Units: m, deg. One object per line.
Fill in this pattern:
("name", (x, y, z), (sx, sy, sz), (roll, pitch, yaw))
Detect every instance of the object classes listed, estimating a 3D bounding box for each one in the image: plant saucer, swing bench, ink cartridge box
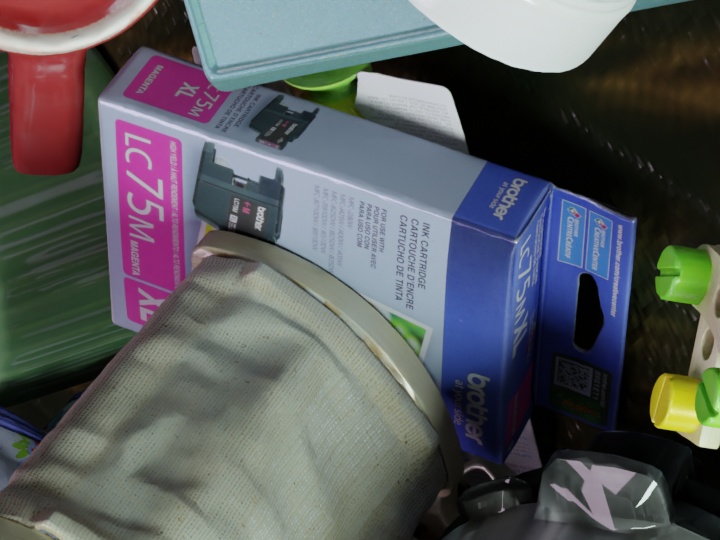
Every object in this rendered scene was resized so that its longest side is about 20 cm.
("plant saucer", (0.023, -0.107, 0.921), (0.200, 0.019, 0.070), (-9, 104, 28))
("swing bench", (-0.058, 0.127, 0.964), (0.130, 0.199, 0.200), (25, 128, 10))
("ink cartridge box", (0.000, 0.000, 1.012), (0.200, 0.042, 0.120), (18, 137, 16))

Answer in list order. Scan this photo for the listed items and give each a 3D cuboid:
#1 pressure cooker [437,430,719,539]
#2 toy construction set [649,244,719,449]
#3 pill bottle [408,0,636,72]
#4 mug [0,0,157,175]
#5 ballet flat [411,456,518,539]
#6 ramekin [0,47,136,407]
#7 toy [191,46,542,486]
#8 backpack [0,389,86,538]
("pressure cooker", (0.081, 0.162, 0.937), (0.179, 0.200, 0.176), (40, 134, -6))
("toy construction set", (0.140, -0.027, 0.821), (0.131, 0.092, 0.200), (-116, 23, -67))
("pill bottle", (0.084, -0.151, 0.730), (0.111, 0.111, 0.200), (54, 126, 23))
("mug", (-0.115, -0.132, 1.063), (0.178, 0.133, 0.200), (59, 178, -15))
("ballet flat", (0.025, 0.089, 1.068), (0.200, 0.069, 0.071), (34, 127, 7))
("ramekin", (-0.181, -0.027, 1.342), (0.200, 0.098, 0.200), (39, 140, 42))
("toy", (0.014, -0.006, 1.064), (0.115, 0.047, 0.200), (11, 136, 32))
("backpack", (-0.131, 0.148, 1.293), (0.200, 0.147, 0.183), (22, 139, 18))
